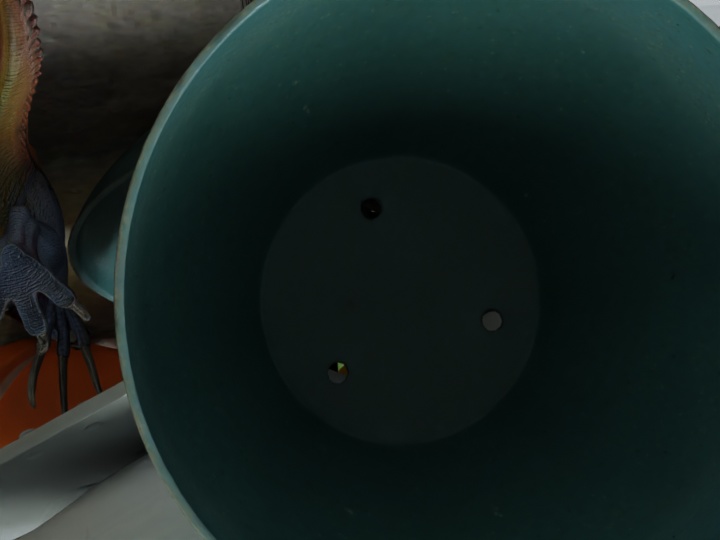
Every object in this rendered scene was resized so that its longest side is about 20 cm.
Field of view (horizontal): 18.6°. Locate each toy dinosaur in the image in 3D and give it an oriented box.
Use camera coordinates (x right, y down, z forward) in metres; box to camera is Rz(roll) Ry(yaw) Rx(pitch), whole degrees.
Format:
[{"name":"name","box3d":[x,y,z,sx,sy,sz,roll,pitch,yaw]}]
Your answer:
[{"name":"toy dinosaur","box3d":[-0.122,-0.016,0.797,0.104,0.201,0.182,24,-171,-5]}]

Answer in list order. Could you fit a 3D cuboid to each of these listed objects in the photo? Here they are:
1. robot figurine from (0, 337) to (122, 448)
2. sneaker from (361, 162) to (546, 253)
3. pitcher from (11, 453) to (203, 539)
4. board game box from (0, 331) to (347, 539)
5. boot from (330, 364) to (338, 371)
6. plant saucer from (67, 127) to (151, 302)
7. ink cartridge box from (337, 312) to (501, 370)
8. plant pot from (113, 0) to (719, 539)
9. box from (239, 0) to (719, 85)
[{"name":"robot figurine","box3d":[-0.112,0.093,0.995,0.199,0.145,0.116,12,172,32]},{"name":"sneaker","box3d":[0.000,-0.003,0.819,0.103,0.060,0.200,-5,168,-12]},{"name":"pitcher","box3d":[-0.059,0.143,0.739,0.199,0.173,0.121,-7,180,-39]},{"name":"board game box","box3d":[-0.097,0.076,0.815,0.199,0.026,0.200,-29,161,14]},{"name":"boot","box3d":[0.011,0.060,1.090,0.199,0.070,0.131,-30,149,19]},{"name":"plant saucer","box3d":[-0.019,-0.032,0.877,0.198,0.036,0.200,-7,157,-3]},{"name":"ink cartridge box","box3d":[0.057,0.116,0.991,0.067,0.117,0.201,-36,135,-40]},{"name":"plant pot","box3d":[0.023,0.009,0.661,0.198,0.202,0.135,-5,179,-9]},{"name":"box","box3d":[0.066,-0.099,0.716,0.198,0.061,0.117,-3,157,-13]}]
